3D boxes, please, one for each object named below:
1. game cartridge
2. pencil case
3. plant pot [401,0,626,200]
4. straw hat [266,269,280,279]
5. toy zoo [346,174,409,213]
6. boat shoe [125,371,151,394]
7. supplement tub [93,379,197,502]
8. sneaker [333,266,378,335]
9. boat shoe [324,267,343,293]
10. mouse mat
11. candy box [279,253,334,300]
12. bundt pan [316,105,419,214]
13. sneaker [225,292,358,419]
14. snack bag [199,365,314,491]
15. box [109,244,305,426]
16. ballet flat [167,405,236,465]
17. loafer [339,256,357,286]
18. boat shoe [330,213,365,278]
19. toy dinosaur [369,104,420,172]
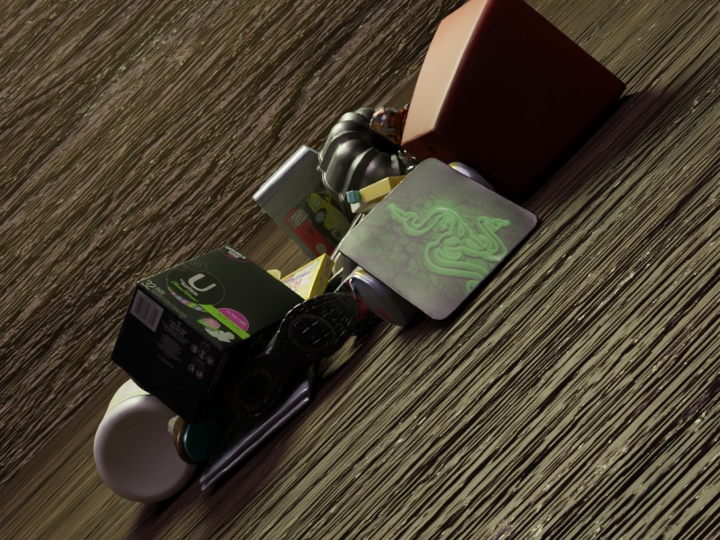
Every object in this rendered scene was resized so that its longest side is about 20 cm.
[{"bbox_3d":[-0.054,-0.089,1.741,0.133,0.200,0.041,-45,21,-1],"label":"game cartridge"},{"bbox_3d":[0.076,-0.032,1.299,0.201,0.090,0.083,-50,-14,-15],"label":"pencil case"},{"bbox_3d":[0.161,-0.192,1.360,0.178,0.199,0.200,-57,12,-10],"label":"plant pot"},{"bbox_3d":[-0.171,0.094,1.807,0.200,0.085,0.202,-40,16,14],"label":"straw hat"},{"bbox_3d":[0.072,-0.109,1.518,0.197,0.021,0.131,-11,-5,-25],"label":"toy zoo"},{"bbox_3d":[-0.228,0.142,1.540,0.074,0.199,0.074,34,96,37],"label":"boat shoe"},{"bbox_3d":[-0.293,0.227,1.591,0.145,0.145,0.200,-44,10,2],"label":"supplement tub"},{"bbox_3d":[0.035,-0.009,1.414,0.199,0.079,0.096,-40,9,23],"label":"sneaker"},{"bbox_3d":[-0.044,0.053,1.589,0.200,0.057,0.067,-42,-3,-11],"label":"boat shoe"},{"bbox_3d":[0.081,-0.040,1.240,0.161,0.008,0.199,-45,45,-11],"label":"mouse mat"},{"bbox_3d":[-0.124,0.055,1.576,0.198,0.026,0.103,-30,28,31],"label":"candy box"},{"bbox_3d":[0.038,-0.170,1.668,0.203,0.199,0.076,-54,-13,-45],"label":"bundt pan"},{"bbox_3d":[-0.085,0.097,1.393,0.199,0.076,0.091,-39,0,1],"label":"sneaker"},{"bbox_3d":[-0.126,0.184,1.454,0.188,0.021,0.200,-43,10,10],"label":"snack bag"},{"bbox_3d":[-0.190,0.076,1.440,0.199,0.148,0.126,-27,-32,-57],"label":"box"},{"bbox_3d":[-0.205,0.189,1.458,0.071,0.069,0.200,-10,24,25],"label":"ballet flat"},{"bbox_3d":[0.000,0.000,1.531,0.200,0.072,0.073,-47,11,-11],"label":"loafer"},{"bbox_3d":[0.010,-0.058,1.699,0.201,0.067,0.057,-53,19,-23],"label":"boat shoe"},{"bbox_3d":[0.109,-0.172,1.499,0.103,0.198,0.136,-60,5,-7],"label":"toy dinosaur"}]
